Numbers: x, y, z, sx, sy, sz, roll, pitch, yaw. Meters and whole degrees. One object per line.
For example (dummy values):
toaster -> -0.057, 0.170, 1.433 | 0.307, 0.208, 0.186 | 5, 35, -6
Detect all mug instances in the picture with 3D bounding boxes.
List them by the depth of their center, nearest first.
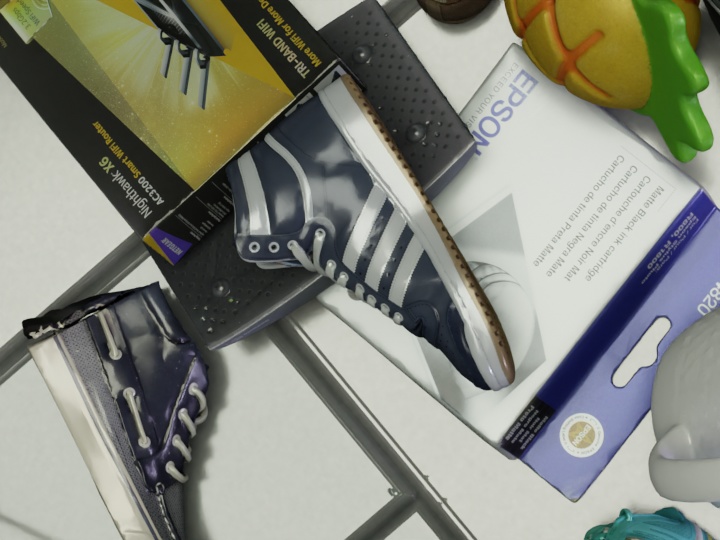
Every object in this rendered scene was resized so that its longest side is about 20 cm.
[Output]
mug -> 0.242, 0.084, 1.582 | 0.175, 0.200, 0.148 | -4, 105, 42

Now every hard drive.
hard drive -> -0.034, -0.054, 1.690 | 0.200, 0.042, 0.135 | -38, 63, 8

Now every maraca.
maraca -> 0.148, -0.145, 1.630 | 0.107, 0.137, 0.200 | -26, 47, -9

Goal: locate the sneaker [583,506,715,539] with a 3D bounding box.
sneaker -> 0.152, 0.178, 1.601 | 0.080, 0.200, 0.078 | 48, 111, 16

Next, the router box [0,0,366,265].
router box -> -0.118, -0.128, 1.691 | 0.157, 0.052, 0.200 | -43, 63, 3

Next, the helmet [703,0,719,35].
helmet -> 0.300, -0.149, 1.597 | 0.191, 0.200, 0.200 | 43, 92, -14

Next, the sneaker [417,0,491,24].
sneaker -> 0.082, -0.244, 1.691 | 0.070, 0.076, 0.201 | 17, 89, 8

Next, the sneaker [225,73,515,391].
sneaker -> 0.000, 0.000, 1.607 | 0.108, 0.070, 0.200 | -31, 80, 3

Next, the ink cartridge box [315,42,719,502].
ink cartridge box -> 0.109, 0.002, 1.690 | 0.200, 0.041, 0.200 | 38, 92, 8

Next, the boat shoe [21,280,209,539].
boat shoe -> -0.120, 0.101, 1.697 | 0.092, 0.075, 0.201 | -27, 94, -7
